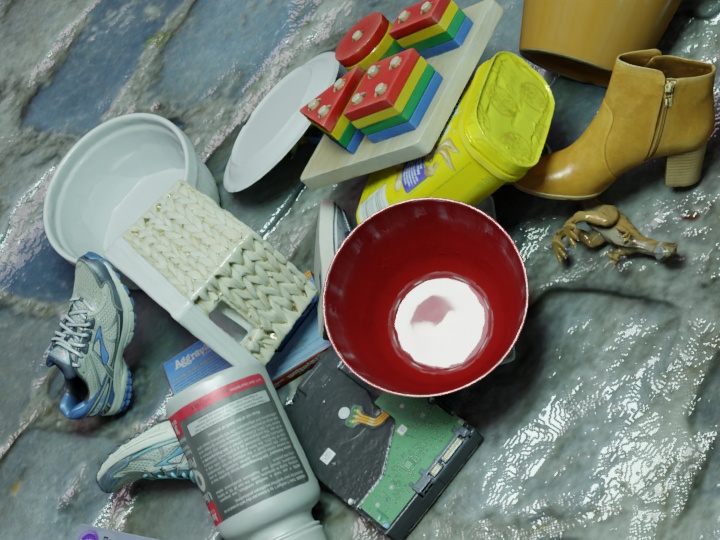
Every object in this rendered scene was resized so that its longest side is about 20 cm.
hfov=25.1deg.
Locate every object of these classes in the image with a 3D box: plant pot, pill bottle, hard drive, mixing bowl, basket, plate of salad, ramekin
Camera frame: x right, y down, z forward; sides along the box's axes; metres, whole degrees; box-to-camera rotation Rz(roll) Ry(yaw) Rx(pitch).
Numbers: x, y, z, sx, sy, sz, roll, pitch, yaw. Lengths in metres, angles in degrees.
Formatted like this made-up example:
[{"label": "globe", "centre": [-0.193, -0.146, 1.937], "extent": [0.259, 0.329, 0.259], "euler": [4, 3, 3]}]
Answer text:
[{"label": "plant pot", "centre": [0.252, -0.294, 1.681], "extent": [0.200, 0.200, 0.183], "euler": [17, 89, 35]}, {"label": "pill bottle", "centre": [-0.107, 0.200, 1.605], "extent": [0.111, 0.111, 0.200], "euler": [-28, 80, 13]}, {"label": "hard drive", "centre": [0.010, 0.166, 1.637], "extent": [0.200, 0.038, 0.140], "euler": [34, 83, 39]}, {"label": "mixing bowl", "centre": [0.072, 0.038, 1.587], "extent": [0.200, 0.108, 0.200], "euler": [-3, 73, 12]}, {"label": "basket", "centre": [-0.158, 0.003, 1.721], "extent": [0.123, 0.136, 0.200], "euler": [-51, 38, -4]}, {"label": "plate of salad", "centre": [-0.085, -0.165, 1.847], "extent": [0.200, 0.048, 0.200], "euler": [-42, 23, 22]}, {"label": "ramekin", "centre": [-0.258, -0.073, 1.881], "extent": [0.200, 0.105, 0.200], "euler": [-13, 58, 22]}]

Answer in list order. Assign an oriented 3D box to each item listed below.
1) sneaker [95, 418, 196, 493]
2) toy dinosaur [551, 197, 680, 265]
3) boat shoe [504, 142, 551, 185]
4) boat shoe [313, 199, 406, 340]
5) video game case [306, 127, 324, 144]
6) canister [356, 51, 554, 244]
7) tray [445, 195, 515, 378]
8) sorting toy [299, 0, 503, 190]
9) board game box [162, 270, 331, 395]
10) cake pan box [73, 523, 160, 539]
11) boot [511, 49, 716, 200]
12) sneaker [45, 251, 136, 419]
[{"label": "sneaker", "centre": [-0.187, 0.195, 1.704], "extent": [0.200, 0.078, 0.086], "euler": [-30, 83, 10]}, {"label": "toy dinosaur", "centre": [0.243, -0.051, 1.631], "extent": [0.106, 0.060, 0.200], "euler": [-18, 44, -20]}, {"label": "boat shoe", "centre": [0.113, -0.147, 1.742], "extent": [0.202, 0.060, 0.072], "euler": [23, 76, 36]}, {"label": "boat shoe", "centre": [0.000, 0.000, 1.728], "extent": [0.093, 0.075, 0.200], "euler": [2, 43, -6]}, {"label": "video game case", "centre": [0.023, -0.218, 1.816], "extent": [0.200, 0.018, 0.143], "euler": [-50, 20, -4]}, {"label": "canister", "centre": [0.093, -0.113, 1.639], "extent": [0.200, 0.087, 0.149], "euler": [-38, 21, 41]}, {"label": "tray", "centre": [0.103, 0.023, 1.676], "extent": [0.107, 0.022, 0.200], "euler": [-18, 56, 19]}, {"label": "sorting toy", "centre": [0.024, -0.196, 1.665], "extent": [0.199, 0.070, 0.200], "euler": [-13, 42, 51]}, {"label": "board game box", "centre": [-0.118, 0.092, 1.763], "extent": [0.200, 0.019, 0.103], "euler": [-32, 54, 10]}, {"label": "cake pan box", "centre": [-0.162, 0.311, 1.559], "extent": [0.200, 0.184, 0.052], "euler": [4, 61, 32]}, {"label": "boot", "centre": [0.245, -0.147, 1.584], "extent": [0.201, 0.144, 0.071], "euler": [-4, 38, 3]}, {"label": "sneaker", "centre": [-0.297, 0.078, 1.758], "extent": [0.085, 0.200, 0.077], "euler": [-20, 31, -38]}]
